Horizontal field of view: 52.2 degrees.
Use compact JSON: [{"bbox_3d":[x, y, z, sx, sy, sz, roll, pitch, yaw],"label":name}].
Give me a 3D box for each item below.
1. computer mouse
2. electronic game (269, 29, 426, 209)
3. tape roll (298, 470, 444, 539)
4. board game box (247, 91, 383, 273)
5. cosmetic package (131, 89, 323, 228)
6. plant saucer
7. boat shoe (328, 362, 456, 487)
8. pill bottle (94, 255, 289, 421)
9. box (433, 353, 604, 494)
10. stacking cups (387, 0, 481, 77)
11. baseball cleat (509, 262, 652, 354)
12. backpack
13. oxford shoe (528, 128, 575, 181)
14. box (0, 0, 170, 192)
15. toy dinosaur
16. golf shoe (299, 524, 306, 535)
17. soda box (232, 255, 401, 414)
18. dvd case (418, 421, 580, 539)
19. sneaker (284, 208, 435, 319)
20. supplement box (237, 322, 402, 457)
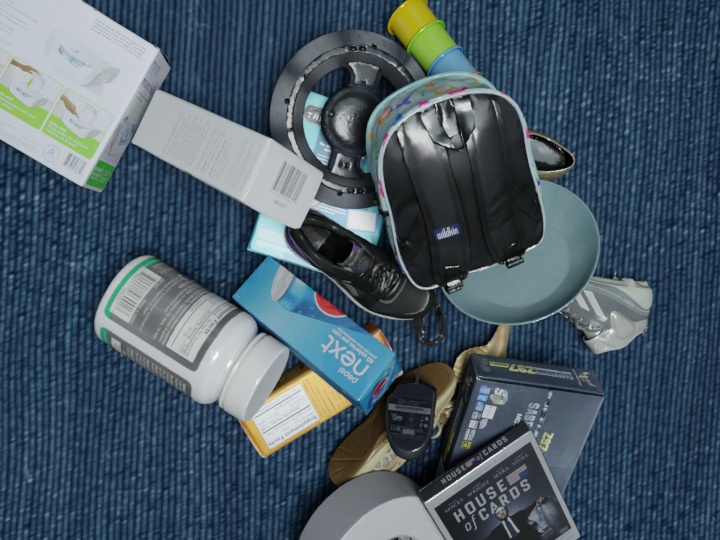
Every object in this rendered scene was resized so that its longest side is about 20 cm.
[{"bbox_3d":[0.068,0.122,0.868,0.058,0.034,0.203,7,68,11],"label":"computer mouse"},{"bbox_3d":[-0.007,-0.173,0.850,0.196,0.042,0.204,-2,100,-10],"label":"electronic game"},{"bbox_3d":[0.021,0.346,0.869,0.198,0.066,0.204,-8,106,-29],"label":"tape roll"},{"bbox_3d":[-0.038,-0.100,0.895,0.149,0.047,0.203,17,90,-8],"label":"board game box"},{"bbox_3d":[-0.148,-0.123,0.804,0.198,0.101,0.075,26,89,35],"label":"cosmetic package"},{"bbox_3d":[0.189,-0.018,0.891,0.198,0.039,0.204,-10,57,16],"label":"plant saucer"},{"bbox_3d":[0.047,0.197,0.911,0.200,0.073,0.063,-43,126,3],"label":"boat shoe"},{"bbox_3d":[-0.187,0.078,0.827,0.198,0.113,0.114,31,88,9],"label":"pill bottle"},{"bbox_3d":[0.186,0.203,0.890,0.155,0.051,0.203,9,119,-8],"label":"box"},{"bbox_3d":[0.108,-0.229,0.873,0.060,0.061,0.202,-31,78,-4],"label":"stacking cups"},{"bbox_3d":[0.276,0.049,0.927,0.196,0.070,0.108,6,91,-6],"label":"baseball cleat"},{"bbox_3d":[0.094,-0.106,0.779,0.175,0.151,0.202,-20,126,0],"label":"backpack"},{"bbox_3d":[0.169,-0.159,0.903,0.197,0.075,0.072,9,91,-7],"label":"oxford shoe"},{"bbox_3d":[-0.348,-0.218,0.828,0.198,0.097,0.178,29,88,-7],"label":"box"},{"bbox_3d":[0.168,0.126,0.923,0.100,0.058,0.202,31,88,-6],"label":"toy dinosaur"},{"bbox_3d":[-0.080,0.414,0.897,0.097,0.078,0.200,42,88,-12],"label":"golf shoe"},{"bbox_3d":[-0.051,0.072,0.843,0.199,0.064,0.068,36,76,22],"label":"soda box"},{"bbox_3d":[0.170,0.292,0.873,0.149,0.025,0.201,-32,119,-5],"label":"dvd case"},{"bbox_3d":[0.000,0.000,0.835,0.198,0.088,0.077,29,88,-7],"label":"sneaker"},{"bbox_3d":[-0.051,0.143,0.893,0.198,0.067,0.070,-28,98,-5],"label":"supplement box"}]
